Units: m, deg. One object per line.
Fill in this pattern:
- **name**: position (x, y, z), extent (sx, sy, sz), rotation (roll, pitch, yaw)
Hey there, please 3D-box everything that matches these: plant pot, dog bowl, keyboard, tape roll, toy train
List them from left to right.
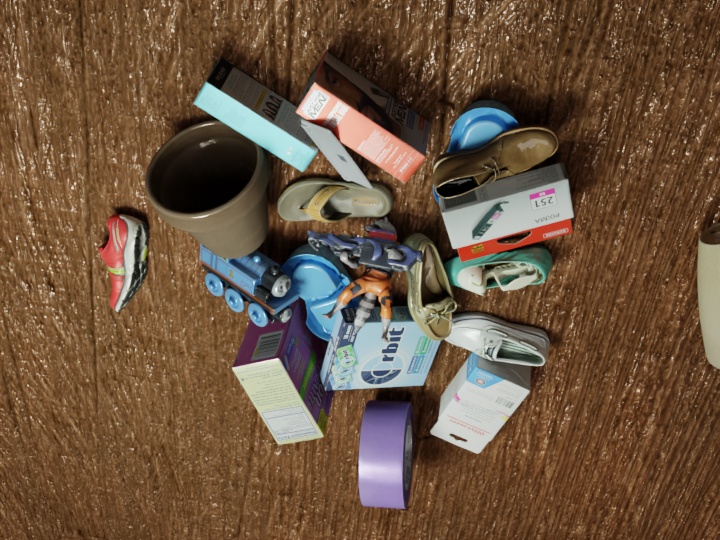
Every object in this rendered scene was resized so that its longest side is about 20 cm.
- **plant pot**: position (-0.227, -0.114, 1.519), extent (0.198, 0.202, 0.175), rotation (-2, 146, 12)
- **toy train**: position (-0.195, 0.012, 1.616), extent (0.199, 0.086, 0.115), rotation (32, 134, 25)
- **dog bowl**: position (-0.063, 0.037, 1.663), extent (0.111, 0.050, 0.201), rotation (-18, 123, 23)
- **keyboard**: position (-0.034, -0.177, 1.448), extent (0.056, 0.011, 0.200), rotation (19, 168, 25)
- **tape roll**: position (0.052, 0.352, 1.797), extent (0.084, 0.201, 0.202), rotation (2, 128, 9)
- **dog bowl**: position (0.183, -0.177, 1.462), extent (0.110, 0.050, 0.201), rotation (16, 128, -2)
- **plant pot**: position (0.610, 0.025, 1.471), extent (0.186, 0.188, 0.201), rotation (-17, 108, 22)

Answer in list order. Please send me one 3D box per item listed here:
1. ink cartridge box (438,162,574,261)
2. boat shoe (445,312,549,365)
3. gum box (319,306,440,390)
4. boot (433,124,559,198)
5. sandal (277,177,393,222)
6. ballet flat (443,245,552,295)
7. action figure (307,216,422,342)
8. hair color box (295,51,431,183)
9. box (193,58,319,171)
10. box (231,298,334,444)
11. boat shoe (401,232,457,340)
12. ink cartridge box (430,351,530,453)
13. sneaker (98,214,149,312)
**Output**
- **ink cartridge box**: position (0.238, -0.075, 1.484), extent (0.198, 0.044, 0.174), rotation (-15, 139, 9)
- **boat shoe**: position (0.239, 0.126, 1.672), extent (0.198, 0.067, 0.074), rotation (5, 128, 7)
- **gum box**: position (0.041, 0.140, 1.687), extent (0.198, 0.045, 0.171), rotation (-1, 132, -21)
- **boot**: position (0.202, -0.155, 1.397), extent (0.198, 0.076, 0.074), rotation (-18, 121, 21)
- **sandal**: position (-0.045, -0.109, 1.553), extent (0.198, 0.054, 0.081), rotation (1, 127, 10)
- **ballet flat**: position (0.224, 0.005, 1.579), extent (0.198, 0.071, 0.068), rotation (-10, 128, 18)
- **action figure**: position (0.000, 0.000, 1.562), extent (0.198, 0.195, 0.105), rotation (19, 170, 13)
- **hair color box**: position (0.008, -0.232, 1.414), extent (0.199, 0.111, 0.064), rotation (30, 126, -14)
- **box**: position (-0.154, -0.241, 1.455), extent (0.199, 0.083, 0.049), rotation (31, 127, -13)
- **box**: position (-0.131, 0.181, 1.715), extent (0.096, 0.177, 0.201), rotation (-12, 124, 20)
- **boat shoe**: position (0.119, 0.035, 1.595), extent (0.073, 0.063, 0.202), rotation (-26, 113, -16)
- **ink cartridge box**: position (0.223, 0.246, 1.766), extent (0.114, 0.068, 0.201), rotation (24, 127, -8)
- **sneaker**: position (-0.436, -0.018, 1.697), extent (0.084, 0.077, 0.201), rotation (22, 122, 7)
